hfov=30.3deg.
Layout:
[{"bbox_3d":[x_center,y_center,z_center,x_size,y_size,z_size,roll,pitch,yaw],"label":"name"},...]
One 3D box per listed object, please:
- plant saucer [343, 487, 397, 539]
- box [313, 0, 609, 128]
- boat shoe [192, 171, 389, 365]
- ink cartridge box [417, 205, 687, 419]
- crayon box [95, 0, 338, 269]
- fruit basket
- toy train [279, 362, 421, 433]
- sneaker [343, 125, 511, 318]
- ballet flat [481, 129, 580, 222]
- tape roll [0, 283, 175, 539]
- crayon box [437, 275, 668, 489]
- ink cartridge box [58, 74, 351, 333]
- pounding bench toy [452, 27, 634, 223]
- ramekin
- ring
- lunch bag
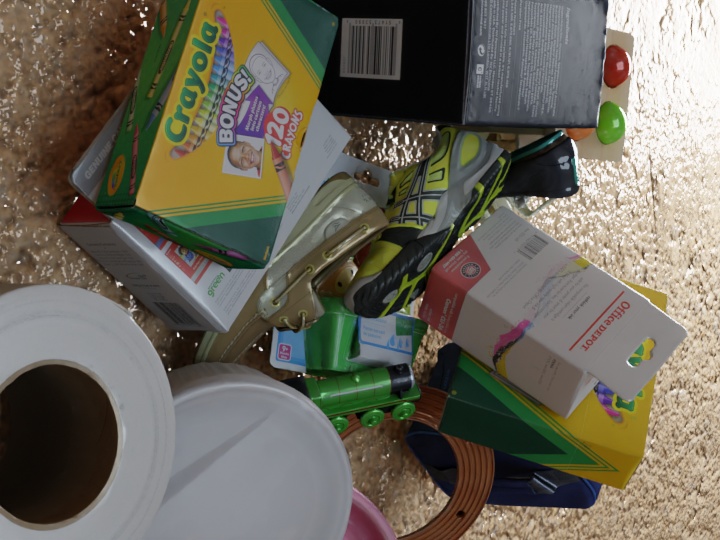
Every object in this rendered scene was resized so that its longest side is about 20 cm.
[{"bbox_3d":[-0.054,0.277,1.147,0.199,0.051,0.202,10,67,-25],"label":"plant saucer"},{"bbox_3d":[0.077,-0.189,1.152,0.196,0.199,0.125,-7,103,-47],"label":"box"},{"bbox_3d":[-0.056,0.014,1.073,0.200,0.066,0.074,-51,173,1],"label":"boat shoe"},{"bbox_3d":[0.164,0.044,1.137,0.116,0.200,0.068,-39,155,-38],"label":"ink cartridge box"},{"bbox_3d":[-0.100,-0.115,0.952,0.118,0.058,0.201,25,74,-37],"label":"crayon box"},{"bbox_3d":[0.000,0.000,1.181,0.185,0.093,0.201,18,80,-48],"label":"fruit basket"},{"bbox_3d":[-0.042,0.114,1.120,0.199,0.042,0.057,-11,137,-14],"label":"toy train"},{"bbox_3d":[0.046,-0.041,1.137,0.200,0.076,0.076,-48,162,-23],"label":"sneaker"},{"bbox_3d":[0.130,-0.077,1.228,0.073,0.200,0.074,5,81,-33],"label":"ballet flat"},{"bbox_3d":[-0.242,0.108,0.878,0.202,0.139,0.204,-1,91,-45],"label":"tape roll"},{"bbox_3d":[0.177,0.080,1.194,0.058,0.172,0.201,101,8,-47],"label":"crayon box"},{"bbox_3d":[-0.129,-0.085,1.020,0.176,0.084,0.201,47,62,-30],"label":"ink cartridge box"},{"bbox_3d":[0.177,-0.138,1.305,0.124,0.155,0.201,-1,98,-48],"label":"pounding bench toy"},{"bbox_3d":[-0.113,0.164,1.033,0.201,0.094,0.204,-6,109,-18],"label":"ramekin"},{"bbox_3d":[0.025,0.190,1.218,0.199,0.019,0.202,-5,114,-11],"label":"ring"},{"bbox_3d":[0.154,0.159,1.290,0.136,0.199,0.133,51,50,-37],"label":"lunch bag"}]
